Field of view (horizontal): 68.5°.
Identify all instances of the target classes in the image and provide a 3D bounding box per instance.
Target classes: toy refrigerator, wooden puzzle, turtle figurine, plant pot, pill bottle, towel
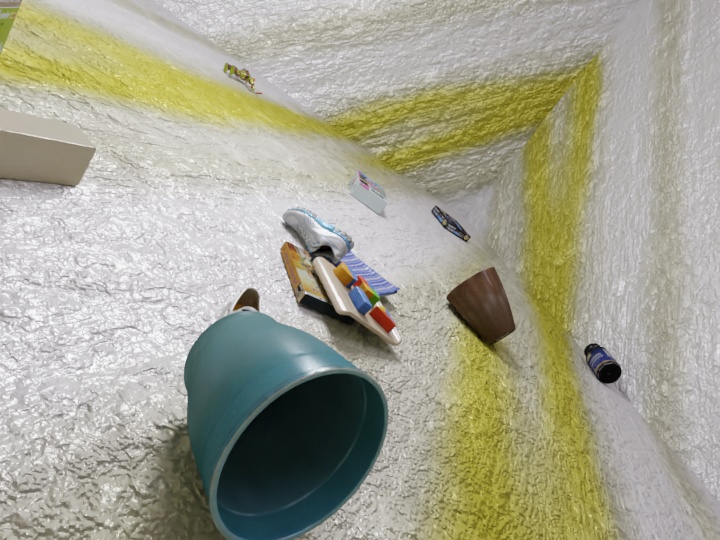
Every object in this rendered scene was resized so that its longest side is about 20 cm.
[{"bbox_3d":[-0.501,-0.183,0.769,0.070,0.076,0.199,43,19,15],"label":"toy refrigerator"},{"bbox_3d":[0.001,0.058,1.138,0.199,0.046,0.186,33,18,-41],"label":"wooden puzzle"},{"bbox_3d":[-0.528,-0.876,2.387,0.201,0.065,0.160,49,21,28],"label":"turtle figurine"},{"bbox_3d":[0.403,0.126,1.693,0.186,0.186,0.202,4,53,-60],"label":"plant pot"},{"bbox_3d":[1.110,0.422,2.441,0.111,0.113,0.201,34,18,-12],"label":"pill bottle"},{"bbox_3d":[-0.103,0.148,0.581,0.198,0.203,0.187,20,10,-43],"label":"plant pot"},{"bbox_3d":[0.000,0.000,1.360,0.199,0.024,0.144,37,17,20],"label":"towel"}]

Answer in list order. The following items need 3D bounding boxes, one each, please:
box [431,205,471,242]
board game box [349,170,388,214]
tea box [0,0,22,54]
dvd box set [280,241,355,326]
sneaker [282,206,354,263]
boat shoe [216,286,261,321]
[{"bbox_3d":[0.516,-0.266,3.020,0.196,0.050,0.201,26,23,-32],"label":"box"},{"bbox_3d":[0.031,-0.323,2.174,0.146,0.065,0.201,34,18,-16],"label":"board game box"},{"bbox_3d":[-0.642,-0.379,0.760,0.198,0.198,0.134,32,19,-21],"label":"tea box"},{"bbox_3d":[-0.093,0.026,1.147,0.145,0.030,0.201,27,21,-33],"label":"dvd box set"},{"bbox_3d":[-0.118,-0.085,1.308,0.197,0.076,0.087,28,56,13],"label":"sneaker"},{"bbox_3d":[-0.176,0.085,0.774,0.070,0.070,0.201,33,18,-15],"label":"boat shoe"}]
